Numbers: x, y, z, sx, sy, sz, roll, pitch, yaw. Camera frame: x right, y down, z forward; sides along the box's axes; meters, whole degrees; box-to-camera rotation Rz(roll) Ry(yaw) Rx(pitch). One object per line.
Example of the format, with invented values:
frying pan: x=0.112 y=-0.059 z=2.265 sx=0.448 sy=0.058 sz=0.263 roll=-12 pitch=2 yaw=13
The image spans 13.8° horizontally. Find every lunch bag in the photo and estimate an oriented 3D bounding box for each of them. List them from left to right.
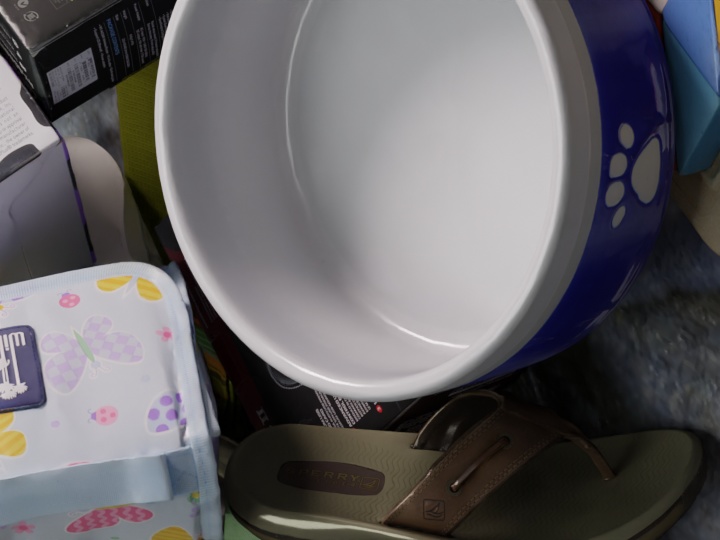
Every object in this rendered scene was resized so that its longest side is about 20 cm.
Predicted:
lunch bag: x=-0.143 y=0.067 z=1.248 sx=0.200 sy=0.168 sz=0.128 roll=-112 pitch=12 yaw=-79

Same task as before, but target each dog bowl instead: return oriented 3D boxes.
dog bowl: x=0.019 y=-0.054 z=1.143 sx=0.199 sy=0.079 sz=0.201 roll=6 pitch=100 yaw=38

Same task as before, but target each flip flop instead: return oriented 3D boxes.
flip flop: x=0.040 y=0.078 z=1.205 sx=0.199 sy=0.081 sz=0.058 roll=4 pitch=124 yaw=16

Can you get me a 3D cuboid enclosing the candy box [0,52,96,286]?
candy box: x=-0.209 y=-0.087 z=1.356 sx=0.200 sy=0.071 sz=0.168 roll=53 pitch=169 yaw=16

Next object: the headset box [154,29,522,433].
headset box: x=0.000 y=0.000 z=1.296 sx=0.149 sy=0.077 sz=0.200 roll=62 pitch=144 yaw=14

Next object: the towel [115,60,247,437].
towel: x=-0.092 y=-0.020 z=1.461 sx=0.086 sy=0.018 sz=0.201 roll=20 pitch=120 yaw=47

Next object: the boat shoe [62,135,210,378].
boat shoe: x=-0.118 y=0.014 z=1.445 sx=0.200 sy=0.072 sz=0.069 roll=52 pitch=172 yaw=43

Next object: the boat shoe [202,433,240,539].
boat shoe: x=-0.109 y=0.100 z=1.462 sx=0.200 sy=0.073 sz=0.075 roll=30 pitch=155 yaw=41

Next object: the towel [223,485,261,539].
towel: x=-0.001 y=0.189 z=1.234 sx=0.200 sy=0.031 sz=0.150 roll=38 pitch=129 yaw=48

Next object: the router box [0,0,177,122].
router box: x=-0.129 y=-0.184 z=1.318 sx=0.200 sy=0.149 sz=0.062 roll=52 pitch=167 yaw=25

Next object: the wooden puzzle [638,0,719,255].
wooden puzzle: x=0.121 y=-0.127 z=1.113 sx=0.200 sy=0.037 sz=0.185 roll=53 pitch=140 yaw=25
